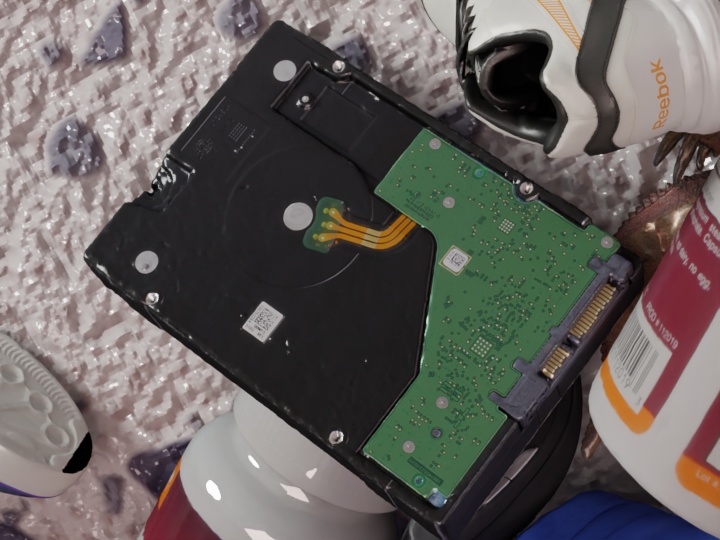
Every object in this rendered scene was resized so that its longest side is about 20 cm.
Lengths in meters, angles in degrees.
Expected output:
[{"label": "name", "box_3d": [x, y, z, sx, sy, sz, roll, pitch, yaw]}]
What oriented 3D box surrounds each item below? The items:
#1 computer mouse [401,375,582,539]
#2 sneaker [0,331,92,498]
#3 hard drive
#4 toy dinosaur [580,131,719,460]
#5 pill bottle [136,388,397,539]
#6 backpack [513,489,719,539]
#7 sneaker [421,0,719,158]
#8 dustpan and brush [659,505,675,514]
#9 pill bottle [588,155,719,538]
[{"label": "computer mouse", "box_3d": [0.048, 0.123, 0.792, 0.046, 0.141, 0.201, 32, 71, 11]}, {"label": "sneaker", "box_3d": [-0.244, 0.088, 0.867, 0.199, 0.081, 0.147, 31, 119, -2]}, {"label": "hard drive", "box_3d": [0.000, 0.000, 0.733, 0.199, 0.038, 0.140, 33, 78, 23]}, {"label": "toy dinosaur", "box_3d": [0.149, -0.014, 0.743, 0.136, 0.086, 0.200, 45, 114, -4]}, {"label": "pill bottle", "box_3d": [-0.050, 0.137, 0.816, 0.109, 0.110, 0.201, 30, 110, 2]}, {"label": "backpack", "box_3d": [0.100, 0.202, 0.755, 0.167, 0.162, 0.202, 15, 133, 38]}, {"label": "sneaker", "box_3d": [0.063, -0.097, 0.681, 0.079, 0.200, 0.074, -19, 115, -17]}, {"label": "dustpan and brush", "box_3d": [0.215, 0.120, 0.779, 0.139, 0.057, 0.201, 38, 111, -1]}, {"label": "pill bottle", "box_3d": [0.175, -0.006, 0.630, 0.113, 0.114, 0.201, 28, 114, 3]}]
